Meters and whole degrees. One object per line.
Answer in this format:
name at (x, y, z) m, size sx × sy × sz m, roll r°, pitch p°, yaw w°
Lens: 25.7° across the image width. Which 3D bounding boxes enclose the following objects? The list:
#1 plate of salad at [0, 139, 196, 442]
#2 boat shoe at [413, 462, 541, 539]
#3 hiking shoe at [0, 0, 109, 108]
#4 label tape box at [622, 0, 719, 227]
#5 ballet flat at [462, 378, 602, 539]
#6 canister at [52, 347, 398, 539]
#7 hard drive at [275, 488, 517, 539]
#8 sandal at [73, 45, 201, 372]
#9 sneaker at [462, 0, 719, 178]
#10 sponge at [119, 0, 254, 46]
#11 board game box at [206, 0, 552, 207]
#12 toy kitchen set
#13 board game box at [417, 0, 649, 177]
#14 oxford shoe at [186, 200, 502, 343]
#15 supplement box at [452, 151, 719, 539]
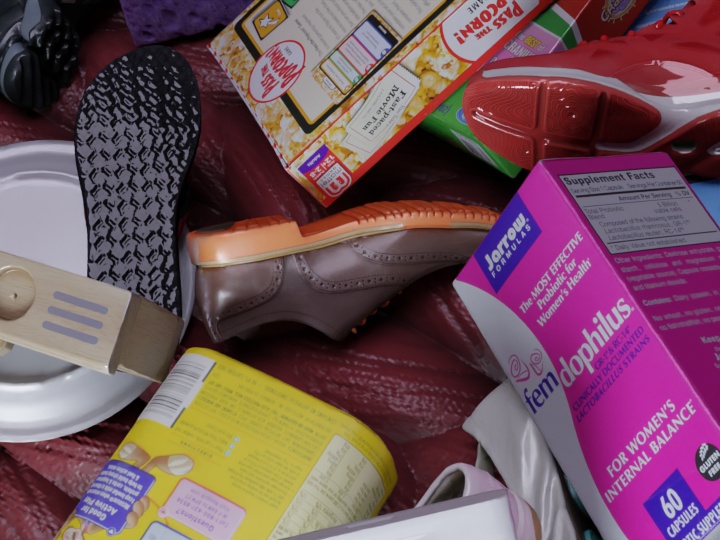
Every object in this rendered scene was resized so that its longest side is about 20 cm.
plate of salad at (-0.197, 0.012, 0.958) m, size 0.197 × 0.048 × 0.203 m, roll 0°, pitch 64°, yaw 0°
boat shoe at (0.003, 0.178, 0.770) m, size 0.201 × 0.069 × 0.071 m, roll -53°, pitch 35°, yaw -6°
hiking shoe at (-0.213, -0.208, 1.087) m, size 0.086 × 0.075 × 0.201 m, roll 19°, pitch 63°, yaw 22°
label tape box at (0.221, -0.089, 0.927) m, size 0.141 × 0.066 × 0.202 m, roll -12°, pitch 58°, yaw 6°
ballet flat at (0.099, 0.144, 0.808) m, size 0.069 × 0.070 × 0.202 m, roll -17°, pitch 51°, yaw 0°
canister at (-0.087, 0.153, 0.820) m, size 0.147 × 0.087 × 0.201 m, roll 23°, pitch 63°, yaw 24°
hard drive at (0.026, 0.214, 0.724) m, size 0.130 × 0.026 × 0.203 m, roll -13°, pitch 92°, yaw 3°
sandal at (-0.134, -0.036, 0.937) m, size 0.074 × 0.045 × 0.203 m, roll 2°, pitch 75°, yaw -4°
sneaker at (0.160, -0.112, 0.885) m, size 0.197 × 0.079 × 0.117 m, roll 8°, pitch 51°, yaw 4°
sponge at (-0.071, -0.223, 1.045) m, size 0.197 × 0.113 × 0.030 m, roll -13°, pitch 36°, yaw 3°
board game box at (0.012, -0.157, 0.959) m, size 0.200 × 0.046 × 0.152 m, roll -41°, pitch 44°, yaw 8°
toy kitchen set at (-0.228, 0.081, 0.816) m, size 0.178 × 0.163 × 0.202 m, roll 15°, pitch 82°, yaw 17°
board game box at (0.098, -0.170, 0.964) m, size 0.201 × 0.040 × 0.153 m, roll -53°, pitch 43°, yaw -4°
oxford shoe at (0.000, 0.000, 0.925) m, size 0.197 × 0.071 × 0.074 m, roll -7°, pitch 97°, yaw -5°
supplement box at (0.149, 0.047, 0.798) m, size 0.102 × 0.102 × 0.201 m, roll -5°, pitch 52°, yaw -36°
